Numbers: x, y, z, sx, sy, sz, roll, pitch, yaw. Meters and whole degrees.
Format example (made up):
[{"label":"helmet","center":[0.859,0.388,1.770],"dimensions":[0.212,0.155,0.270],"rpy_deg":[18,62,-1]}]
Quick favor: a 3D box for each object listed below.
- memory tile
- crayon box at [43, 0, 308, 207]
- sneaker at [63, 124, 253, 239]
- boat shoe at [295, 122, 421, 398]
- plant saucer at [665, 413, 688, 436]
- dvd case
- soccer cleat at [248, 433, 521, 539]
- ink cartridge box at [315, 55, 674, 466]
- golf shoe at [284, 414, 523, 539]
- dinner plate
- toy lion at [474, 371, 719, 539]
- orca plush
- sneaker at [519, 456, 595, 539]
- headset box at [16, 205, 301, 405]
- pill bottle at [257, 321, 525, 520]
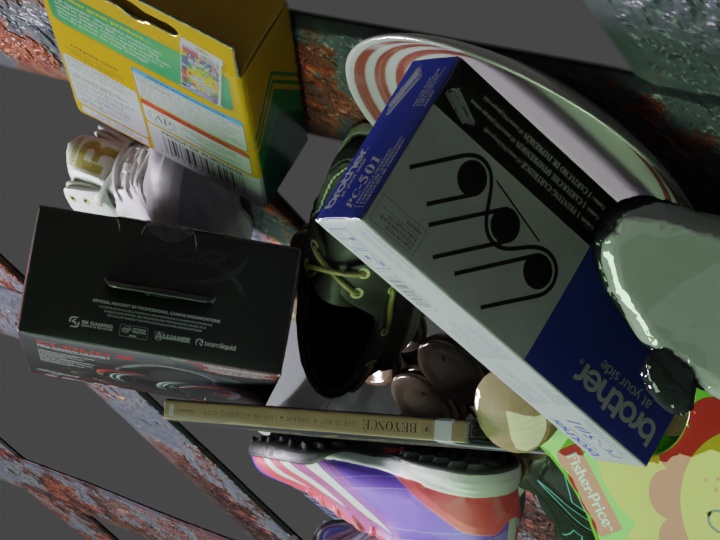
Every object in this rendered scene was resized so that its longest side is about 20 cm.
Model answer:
[{"label":"memory tile","center":[0.038,0.041,1.515],"dimensions":[0.200,0.017,0.153],"rpy_deg":[40,148,5]},{"label":"crayon box","center":[-0.097,-0.117,1.347],"dimensions":[0.125,0.052,0.200],"rpy_deg":[28,163,12]},{"label":"sneaker","center":[-0.133,-0.052,1.553],"dimensions":[0.115,0.074,0.200],"rpy_deg":[25,163,11]},{"label":"boat shoe","center":[0.000,0.000,1.429],"dimensions":[0.071,0.061,0.202],"rpy_deg":[32,149,19]},{"label":"plant saucer","center":[0.223,0.095,1.406],"dimensions":[0.200,0.037,0.201],"rpy_deg":[30,163,10]},{"label":"dvd case","center":[0.012,0.089,1.452],"dimensions":[0.199,0.016,0.148],"rpy_deg":[2,175,32]},{"label":"soccer cleat","center":[0.011,0.136,1.558],"dimensions":[0.199,0.074,0.068],"rpy_deg":[6,-167,38]},{"label":"ink cartridge box","center":[0.080,-0.002,1.211],"dimensions":[0.200,0.094,0.044],"rpy_deg":[41,161,-26]},{"label":"golf shoe","center":[0.041,0.172,1.612],"dimensions":[0.078,0.200,0.097],"rpy_deg":[52,180,-31]},{"label":"dinner plate","center":[0.083,-0.059,1.248],"dimensions":[0.199,0.024,0.200],"rpy_deg":[30,162,10]},{"label":"toy lion","center":[0.180,0.104,1.311],"dimensions":[0.191,0.069,0.201],"rpy_deg":[-27,92,37]},{"label":"orca plush","center":[0.189,0.018,1.206],"dimensions":[0.199,0.106,0.071],"rpy_deg":[16,-165,-13]},{"label":"sneaker","center":[0.155,0.146,1.601],"dimensions":[0.079,0.076,0.200],"rpy_deg":[9,153,46]},{"label":"headset box","center":[-0.115,0.023,1.458],"dimensions":[0.147,0.076,0.200],"rpy_deg":[10,170,-4]},{"label":"pill bottle","center":[0.010,0.116,1.702],"dimensions":[0.200,0.111,0.111],"rpy_deg":[42,160,-31]}]
